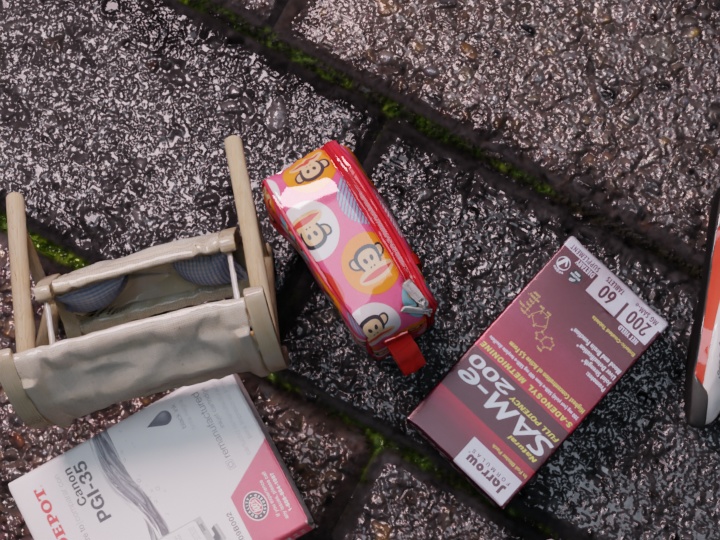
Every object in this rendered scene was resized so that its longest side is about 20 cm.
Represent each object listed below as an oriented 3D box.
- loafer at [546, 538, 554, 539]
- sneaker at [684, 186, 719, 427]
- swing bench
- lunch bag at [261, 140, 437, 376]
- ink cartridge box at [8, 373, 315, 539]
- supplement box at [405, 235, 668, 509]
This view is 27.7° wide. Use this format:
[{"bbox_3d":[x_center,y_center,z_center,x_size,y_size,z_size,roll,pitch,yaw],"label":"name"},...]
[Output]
[{"bbox_3d":[0.205,0.291,1.140,0.200,0.070,0.070,43,56,-4],"label":"loafer"},{"bbox_3d":[0.327,0.034,1.179,0.107,0.067,0.203,11,79,6],"label":"sneaker"},{"bbox_3d":[-0.164,0.025,1.120,0.197,0.131,0.201,-13,42,1],"label":"swing bench"},{"bbox_3d":[0.000,0.000,1.129,0.081,0.200,0.177,-31,84,-2],"label":"lunch bag"},{"bbox_3d":[-0.156,0.188,1.162,0.199,0.083,0.147,-29,81,-3],"label":"ink cartridge box"},{"bbox_3d":[0.141,0.083,1.181,0.109,0.061,0.200,42,85,7],"label":"supplement box"}]
